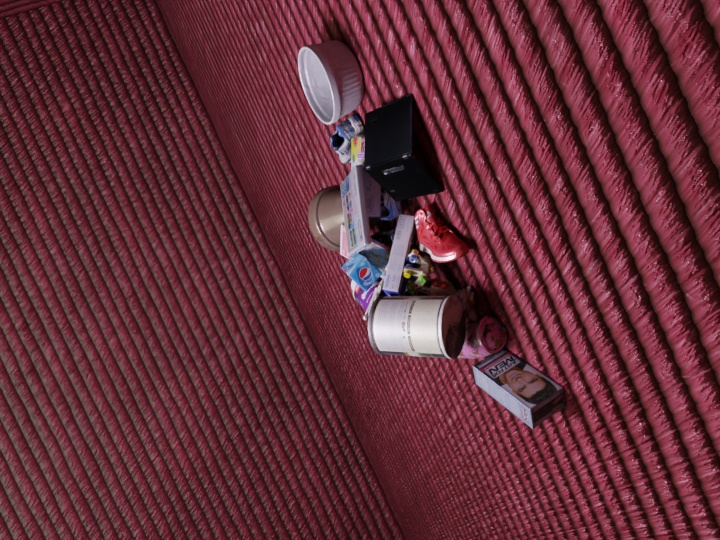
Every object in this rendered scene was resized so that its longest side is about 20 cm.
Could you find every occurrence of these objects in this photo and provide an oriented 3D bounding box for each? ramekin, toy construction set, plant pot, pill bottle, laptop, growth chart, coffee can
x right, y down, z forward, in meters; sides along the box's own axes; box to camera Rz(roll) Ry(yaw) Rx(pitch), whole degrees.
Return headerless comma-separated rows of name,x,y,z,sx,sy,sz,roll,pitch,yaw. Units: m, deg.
ramekin,-0.073,-0.497,1.494,0.201,0.104,0.202,54,160,29
toy construction set,0.195,0.037,1.441,0.197,0.093,0.132,29,141,8
plant pot,-0.036,-0.170,1.733,0.173,0.199,0.204,-10,107,54
pill bottle,0.046,0.085,1.928,0.200,0.111,0.114,41,152,49
laptop,0.102,-0.284,1.373,0.200,0.117,0.186,42,157,-27
growth chart,0.058,0.032,1.559,0.017,0.146,0.202,24,127,1
coffee can,0.136,0.134,1.382,0.197,0.146,0.149,-2,119,34

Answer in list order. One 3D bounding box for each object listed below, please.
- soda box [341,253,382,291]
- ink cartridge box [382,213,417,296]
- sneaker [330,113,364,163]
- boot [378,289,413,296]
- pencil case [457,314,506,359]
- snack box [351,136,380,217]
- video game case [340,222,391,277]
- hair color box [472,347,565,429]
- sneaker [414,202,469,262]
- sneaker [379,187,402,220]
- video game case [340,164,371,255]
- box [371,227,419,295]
soda box,0.000,0.000,1.590,0.064,0.068,0.200,43,179,-10
ink cartridge box,0.105,-0.032,1.476,0.043,0.204,0.094,9,165,16
sneaker,-0.052,-0.368,1.639,0.078,0.084,0.201,58,162,16
boot,0.160,0.102,1.563,0.158,0.207,0.081,171,116,-75
pencil case,0.284,0.170,1.421,0.083,0.087,0.200,43,160,-1
snack box,0.013,-0.251,1.529,0.142,0.052,0.205,-142,51,-72
video game case,0.027,-0.048,1.667,0.198,0.018,0.144,29,149,15
hair color box,0.358,0.263,1.309,0.200,0.098,0.062,36,148,55
sneaker,0.180,-0.094,1.370,0.199,0.077,0.117,22,136,63
sneaker,0.075,-0.212,1.513,0.072,0.071,0.202,51,157,38
video game case,-0.014,-0.153,1.514,0.182,0.023,0.205,153,111,-74
box,0.110,-0.023,1.703,0.203,0.049,0.198,66,162,-8
